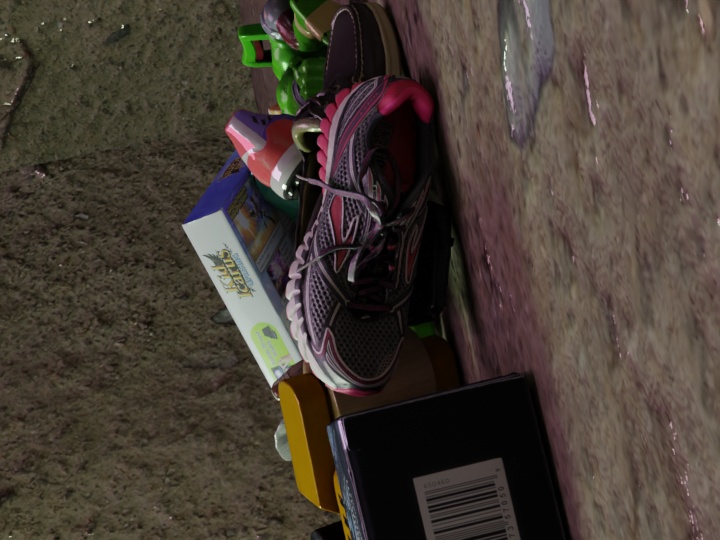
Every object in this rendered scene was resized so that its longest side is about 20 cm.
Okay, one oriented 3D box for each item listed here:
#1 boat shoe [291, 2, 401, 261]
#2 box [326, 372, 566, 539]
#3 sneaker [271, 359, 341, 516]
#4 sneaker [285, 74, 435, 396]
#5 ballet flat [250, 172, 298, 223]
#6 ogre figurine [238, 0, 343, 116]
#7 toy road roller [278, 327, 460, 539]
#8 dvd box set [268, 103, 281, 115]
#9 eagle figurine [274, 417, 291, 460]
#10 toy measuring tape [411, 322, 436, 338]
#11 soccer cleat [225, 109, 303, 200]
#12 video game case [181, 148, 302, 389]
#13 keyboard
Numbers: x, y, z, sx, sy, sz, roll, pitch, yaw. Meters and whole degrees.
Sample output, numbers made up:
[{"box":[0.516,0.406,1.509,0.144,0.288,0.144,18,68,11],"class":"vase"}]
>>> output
[{"box":[-0.013,-0.094,0.996,0.073,0.064,0.202,143,131,-58],"class":"boat shoe"},{"box":[0.049,0.147,0.860,0.200,0.106,0.150,109,148,-82],"class":"box"},{"box":[-0.013,0.150,1.150,0.071,0.075,0.201,-113,7,-67],"class":"sneaker"},{"box":[0.003,-0.023,0.915,0.075,0.080,0.202,177,97,-65],"class":"sneaker"},{"box":[-0.022,-0.054,1.326,0.200,0.070,0.068,33,-103,-56],"class":"ballet flat"},{"box":[-0.048,-0.204,1.191,0.201,0.098,0.120,64,159,19],"class":"ogre figurine"},{"box":[0.033,0.149,1.030,0.146,0.122,0.202,-167,63,-69],"class":"toy road roller"},{"box":[-0.044,-0.109,1.521,0.147,0.029,0.200,60,177,-8],"class":"dvd box set"},{"box":[-0.012,0.138,1.473,0.151,0.151,0.200,58,179,-26],"class":"eagle figurine"},{"box":[0.008,-0.008,1.120,0.074,0.073,0.201,-132,26,-80],"class":"toy measuring tape"},{"box":[-0.046,-0.094,1.168,0.073,0.068,0.200,38,-170,10],"class":"soccer cleat"},{"box":[-0.074,-0.013,1.331,0.182,0.045,0.200,64,-158,-19],"class":"video game case"},{"box":[0.025,-0.008,1.013,0.200,0.039,0.105,166,108,-66],"class":"keyboard"}]
